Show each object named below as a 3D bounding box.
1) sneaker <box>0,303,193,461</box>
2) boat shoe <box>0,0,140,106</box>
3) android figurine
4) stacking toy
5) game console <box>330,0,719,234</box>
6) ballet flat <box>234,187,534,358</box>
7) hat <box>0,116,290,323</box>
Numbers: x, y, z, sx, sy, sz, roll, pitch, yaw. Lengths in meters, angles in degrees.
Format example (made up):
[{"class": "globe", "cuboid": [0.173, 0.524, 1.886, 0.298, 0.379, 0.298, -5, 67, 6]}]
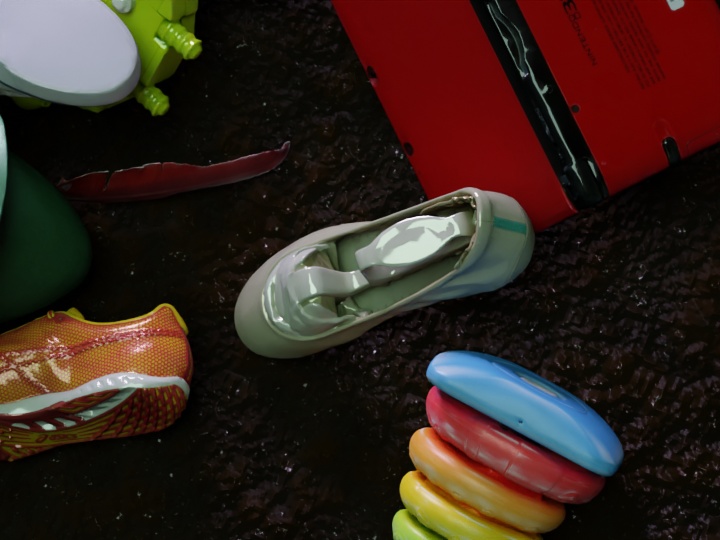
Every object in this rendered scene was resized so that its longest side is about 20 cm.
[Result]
[{"class": "sneaker", "cuboid": [-0.193, 0.064, 1.241, 0.199, 0.073, 0.077, -7, 53, 8]}, {"class": "boat shoe", "cuboid": [-0.220, -0.137, 1.241, 0.199, 0.070, 0.071, 17, 67, 9]}, {"class": "android figurine", "cuboid": [-0.175, -0.177, 1.261, 0.200, 0.041, 0.182, 45, 125, 10]}, {"class": "stacking toy", "cuboid": [0.053, 0.151, 1.143, 0.116, 0.110, 0.201, 27, 96, 6]}, {"class": "game console", "cuboid": [0.099, -0.132, 1.183, 0.172, 0.119, 0.201, -26, 89, -9]}, {"class": "ballet flat", "cuboid": [0.000, 0.000, 1.174, 0.199, 0.069, 0.070, -21, 72, 26]}, {"class": "hat", "cuboid": [-0.180, -0.007, 1.271, 0.200, 0.176, 0.167, -9, 70, 52]}]
